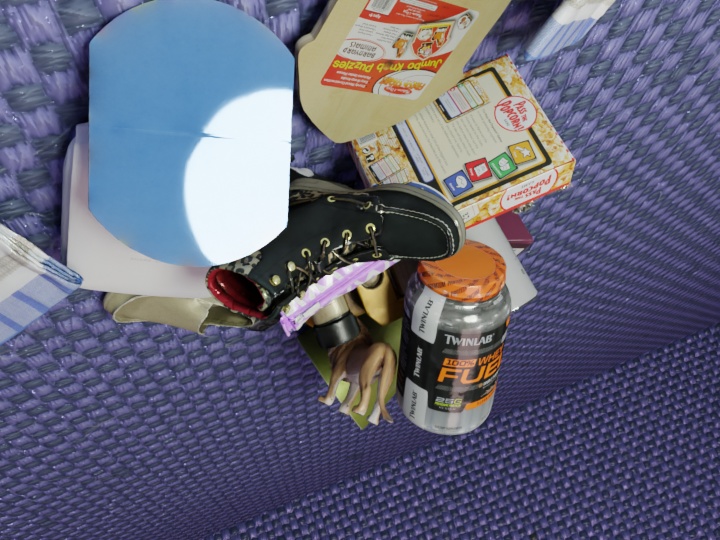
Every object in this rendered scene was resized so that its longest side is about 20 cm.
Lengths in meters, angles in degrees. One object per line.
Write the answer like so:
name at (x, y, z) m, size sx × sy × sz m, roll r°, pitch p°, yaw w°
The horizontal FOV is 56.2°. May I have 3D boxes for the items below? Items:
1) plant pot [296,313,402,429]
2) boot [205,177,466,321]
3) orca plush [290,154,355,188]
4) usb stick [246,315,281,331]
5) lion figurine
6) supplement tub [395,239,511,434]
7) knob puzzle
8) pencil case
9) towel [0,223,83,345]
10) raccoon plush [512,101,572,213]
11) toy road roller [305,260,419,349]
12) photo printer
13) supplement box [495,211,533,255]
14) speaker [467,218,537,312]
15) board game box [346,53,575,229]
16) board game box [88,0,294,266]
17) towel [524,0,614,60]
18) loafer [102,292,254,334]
plant pot at (0.024, 0.125, 1.132) m, size 0.199 × 0.188 × 0.188 m, roll -38°, pitch 157°, yaw -5°
boot at (-0.023, -0.011, 0.589) m, size 0.154 × 0.200 × 0.075 m, roll -49°, pitch 139°, yaw -40°
orca plush at (-0.078, -0.064, 0.752) m, size 0.105 × 0.072 × 0.198 m, roll -37°, pitch 153°, yaw 26°
usb stick at (-0.085, 0.031, 0.985) m, size 0.198 × 0.033 × 0.055 m, roll -33°, pitch 161°, yaw 17°
lion figurine at (0.005, 0.119, 0.845) m, size 0.072 × 0.125 × 0.198 m, roll 31°, pitch 165°, yaw -28°
supplement tub at (0.105, 0.075, 0.772) m, size 0.120 × 0.123 × 0.204 m, roll -13°, pitch 126°, yaw -22°
knob puzzle at (0.020, -0.198, 0.626) m, size 0.215 × 0.031 × 0.221 m, roll -21°, pitch 155°, yaw -10°
pencil case at (-0.020, -0.013, 0.747) m, size 0.198 × 0.086 × 0.085 m, roll -35°, pitch 128°, yaw -1°
towel at (-0.366, -0.004, 0.591) m, size 0.145 × 0.024 × 0.200 m, roll -30°, pitch 136°, yaw 17°
raccoon plush at (0.219, -0.126, 0.825) m, size 0.096 × 0.136 × 0.198 m, roll -40°, pitch 151°, yaw 30°
toy road roller at (0.000, 0.000, 0.869) m, size 0.196 × 0.125 × 0.146 m, roll -23°, pitch -170°, yaw -1°
photo printer at (-0.193, -0.054, 0.635) m, size 0.162 × 0.071 × 0.201 m, roll 6°, pitch 144°, yaw -23°
supplement box at (0.137, -0.028, 0.975) m, size 0.084 × 0.112 × 0.200 m, roll -2°, pitch 147°, yaw -38°
speaker at (0.138, -0.039, 0.838) m, size 0.080 × 0.203 × 0.081 m, roll -28°, pitch 174°, yaw -3°
board game box at (0.098, -0.122, 0.703) m, size 0.196 × 0.154 × 0.047 m, roll -22°, pitch 154°, yaw -2°
board game box at (-0.134, -0.107, 0.540) m, size 0.154 × 0.206 × 0.039 m, roll 0°, pitch -171°, yaw -20°
towel at (0.234, -0.272, 0.594) m, size 0.200 × 0.024 × 0.146 m, roll -48°, pitch 174°, yaw 37°
loafer at (-0.212, 0.042, 0.829) m, size 0.195 × 0.070 × 0.076 m, roll -5°, pitch 151°, yaw -22°
